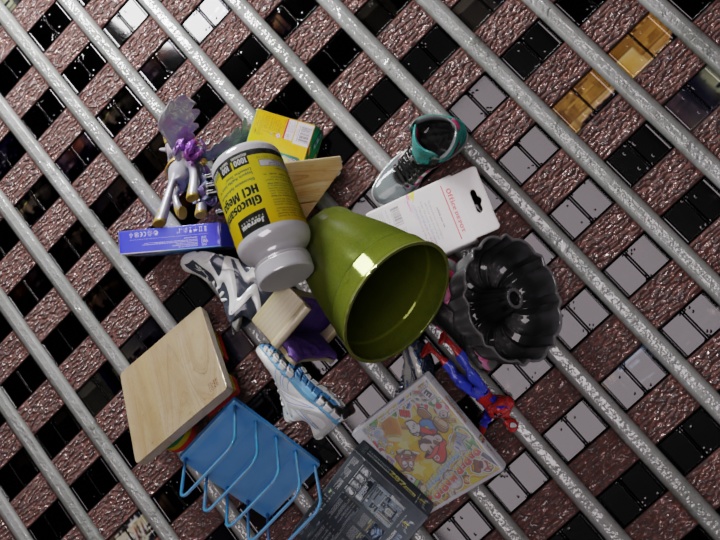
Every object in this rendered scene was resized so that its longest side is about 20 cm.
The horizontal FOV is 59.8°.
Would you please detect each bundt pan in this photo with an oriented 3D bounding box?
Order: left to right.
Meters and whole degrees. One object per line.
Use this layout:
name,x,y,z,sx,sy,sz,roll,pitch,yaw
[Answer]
bundt pan,0.217,0.051,0.974,0.199,0.076,0.206,9,71,-27

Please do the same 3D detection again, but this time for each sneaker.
sneaker,-0.238,0.044,1.112,0.195,0.080,0.132,12,80,3
sneaker,-0.119,0.211,1.081,0.200,0.075,0.087,43,101,12
sneaker,0.085,0.204,1.031,0.084,0.077,0.203,-17,85,17
sneaker,0.092,-0.184,1.032,0.199,0.121,0.084,-41,79,7
sneaker,0.156,0.079,1.035,0.095,0.079,0.202,-29,92,45

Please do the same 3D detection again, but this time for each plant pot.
plant pot,0.000,0.000,0.957,0.193,0.200,0.202,40,96,39

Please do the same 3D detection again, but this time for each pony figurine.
pony figurine,-0.300,-0.195,1.107,0.191,0.165,0.203,-27,59,33

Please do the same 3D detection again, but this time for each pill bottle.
pill bottle,-0.140,-0.078,0.920,0.111,0.112,0.203,-26,71,10

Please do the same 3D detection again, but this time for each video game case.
video game case,0.101,0.283,0.997,0.183,0.023,0.200,49,125,6

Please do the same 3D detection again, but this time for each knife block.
knife block,-0.150,-0.151,1.038,0.175,0.064,0.201,37,87,-12

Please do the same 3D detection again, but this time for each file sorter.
file sorter,-0.175,0.338,1.014,0.139,0.123,0.200,-46,110,5

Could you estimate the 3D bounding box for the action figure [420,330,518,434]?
action figure,0.176,0.200,0.984,0.200,0.099,0.065,43,126,-9

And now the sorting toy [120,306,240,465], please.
sorting toy,-0.307,0.203,1.085,0.198,0.070,0.201,-39,46,6

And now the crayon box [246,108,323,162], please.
crayon box,-0.154,-0.172,1.119,0.117,0.058,0.203,18,91,13

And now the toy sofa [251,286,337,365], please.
toy sofa,-0.079,0.087,1.012,0.098,0.200,0.083,44,98,19

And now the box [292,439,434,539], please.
box,0.002,0.409,1.032,0.157,0.051,0.201,39,107,13

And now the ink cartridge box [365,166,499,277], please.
ink cartridge box,0.122,-0.078,1.045,0.197,0.067,0.119,-23,82,12

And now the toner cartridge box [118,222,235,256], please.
toner cartridge box,-0.323,-0.054,1.131,0.196,0.095,0.044,-4,87,13
